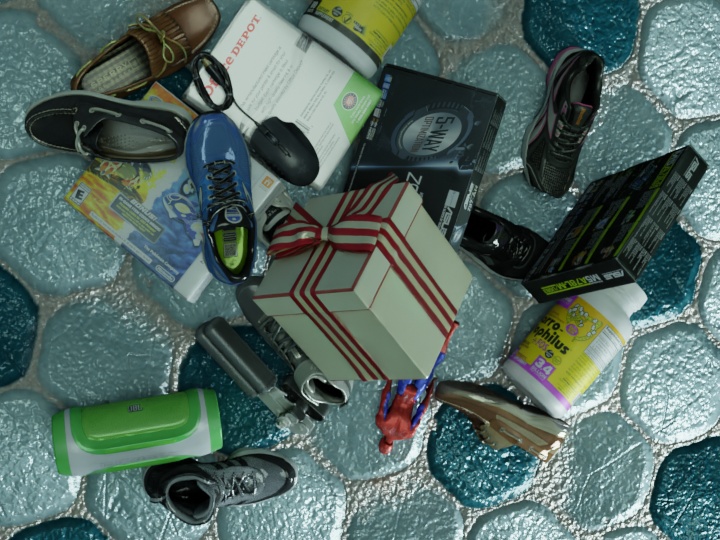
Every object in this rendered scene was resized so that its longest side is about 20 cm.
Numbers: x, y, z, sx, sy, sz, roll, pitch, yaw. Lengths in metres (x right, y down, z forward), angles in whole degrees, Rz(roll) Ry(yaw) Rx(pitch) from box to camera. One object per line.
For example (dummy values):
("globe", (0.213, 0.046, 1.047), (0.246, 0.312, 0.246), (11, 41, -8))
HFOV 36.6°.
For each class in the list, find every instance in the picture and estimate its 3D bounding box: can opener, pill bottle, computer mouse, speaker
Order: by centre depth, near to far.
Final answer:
("computer mouse", (-0.122, -0.175, 1.269), (0.200, 0.034, 0.059), (43, 91, -15))
("pill bottle", (0.021, -0.345, 1.328), (0.112, 0.112, 0.201), (35, 88, -14))
("speaker", (-0.273, 0.198, 1.338), (0.198, 0.088, 0.089), (-8, 98, -12))
("can opener", (-0.126, 0.133, 1.390), (0.200, 0.052, 0.067), (45, 51, -15))
("pill bottle", (0.288, 0.090, 1.445), (0.104, 0.104, 0.200), (43, 86, -14))

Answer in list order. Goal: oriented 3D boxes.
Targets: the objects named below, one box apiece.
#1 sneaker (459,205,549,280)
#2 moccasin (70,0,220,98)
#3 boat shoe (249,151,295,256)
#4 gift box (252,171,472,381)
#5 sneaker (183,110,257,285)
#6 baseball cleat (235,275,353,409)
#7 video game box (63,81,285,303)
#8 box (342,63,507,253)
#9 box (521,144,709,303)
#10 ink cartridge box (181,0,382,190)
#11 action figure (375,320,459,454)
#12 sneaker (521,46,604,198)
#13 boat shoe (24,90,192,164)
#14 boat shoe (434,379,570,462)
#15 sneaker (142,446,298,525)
("sneaker", (0.176, -0.035, 1.413), (0.199, 0.088, 0.076), (22, 91, -15))
("moccasin", (-0.255, -0.262, 1.292), (0.200, 0.078, 0.074), (-29, 100, -8))
("boat shoe", (-0.112, -0.069, 1.353), (0.072, 0.066, 0.201), (-34, 103, -7))
("gift box", (0.000, 0.000, 1.278), (0.187, 0.183, 0.201), (50, 47, -33))
("sneaker", (-0.147, -0.079, 1.223), (0.078, 0.089, 0.202), (-13, 104, -16))
("baseball cleat", (-0.079, 0.090, 1.358), (0.200, 0.107, 0.070), (43, 105, -12))
("video game box", (-0.222, -0.093, 1.307), (0.199, 0.047, 0.183), (38, 85, 5))
("box", (0.075, -0.140, 1.356), (0.159, 0.043, 0.202), (20, 93, 24))
("box", (0.314, -0.054, 1.360), (0.048, 0.193, 0.200), (46, 63, -15))
("ink cartridge box", (-0.097, -0.214, 1.330), (0.199, 0.084, 0.146), (34, 88, -15))
("action figure", (0.068, 0.150, 1.431), (0.065, 0.052, 0.201), (22, 96, -9))
("sneaker", (0.267, -0.194, 1.416), (0.080, 0.086, 0.202), (8, 95, -12))
("boat shoe", (-0.294, -0.158, 1.253), (0.198, 0.061, 0.074), (6, 129, 0))
("boat shoe", (0.186, 0.204, 1.452), (0.199, 0.076, 0.072), (22, 93, -13))
("sneaker", (-0.170, 0.272, 1.356), (0.198, 0.114, 0.076), (0, 97, -13))
